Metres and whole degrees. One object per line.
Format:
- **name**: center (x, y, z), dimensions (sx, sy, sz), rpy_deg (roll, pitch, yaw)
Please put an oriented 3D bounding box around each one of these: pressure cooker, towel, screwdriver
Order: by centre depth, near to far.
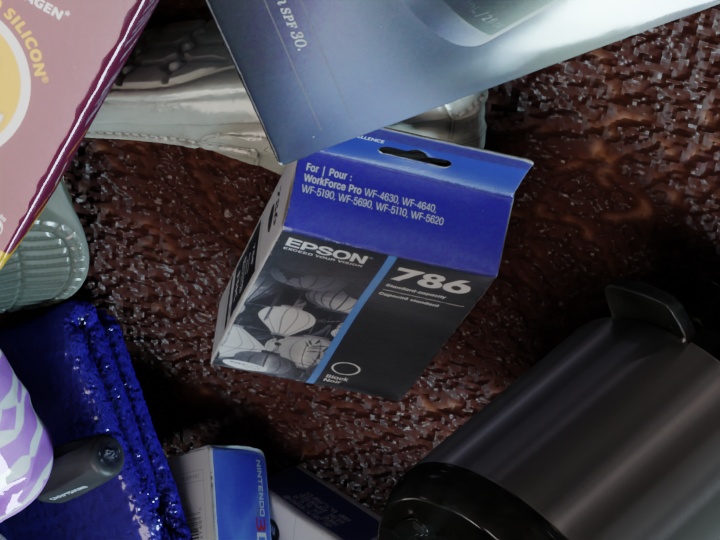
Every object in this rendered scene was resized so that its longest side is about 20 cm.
- **pressure cooker**: center (0.131, 0.111, 0.988), dimensions (0.179, 0.200, 0.176), rpy_deg (47, 155, 12)
- **screwdriver**: center (-0.189, 0.119, 1.145), dimensions (0.200, 0.029, 0.028), rpy_deg (-24, 90, 40)
- **towel**: center (-0.180, 0.104, 1.185), dimensions (0.200, 0.049, 0.148), rpy_deg (-20, 93, 41)

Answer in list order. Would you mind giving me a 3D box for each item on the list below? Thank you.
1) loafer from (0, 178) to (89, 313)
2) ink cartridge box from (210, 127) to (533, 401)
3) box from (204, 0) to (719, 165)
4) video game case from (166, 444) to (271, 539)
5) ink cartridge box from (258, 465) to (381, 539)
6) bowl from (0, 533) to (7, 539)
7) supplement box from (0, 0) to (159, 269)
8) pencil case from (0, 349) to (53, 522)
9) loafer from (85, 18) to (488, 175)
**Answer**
- **loafer**: center (-0.171, -0.048, 1.061), dimensions (0.075, 0.070, 0.200), rpy_deg (-6, 148, -9)
- **ink cartridge box**: center (0.000, 0.000, 0.992), dimensions (0.099, 0.039, 0.200), rpy_deg (12, 152, -9)
- **box**: center (0.024, -0.173, 0.753), dimensions (0.198, 0.123, 0.200), rpy_deg (-20, 126, 6)
- **video game case**: center (-0.118, 0.207, 1.183), dimensions (0.181, 0.201, 0.045), rpy_deg (-17, 162, 42)
- **ink cartridge box**: center (0.013, 0.230, 1.153), dimensions (0.199, 0.041, 0.201), rpy_deg (27, 124, 43)
- **bowl**: center (-0.220, 0.184, 1.126), dimensions (0.200, 0.108, 0.200), rpy_deg (37, 154, 22)
- **supplement box**: center (-0.141, -0.117, 0.897), dimensions (0.110, 0.086, 0.200), rpy_deg (30, 109, -6)
- **pencil case**: center (-0.216, 0.034, 1.048), dimensions (0.084, 0.086, 0.200), rpy_deg (-22, 124, 1)
- **loafer**: center (-0.042, -0.070, 0.969), dimensions (0.199, 0.070, 0.070), rpy_deg (1, 124, 23)
